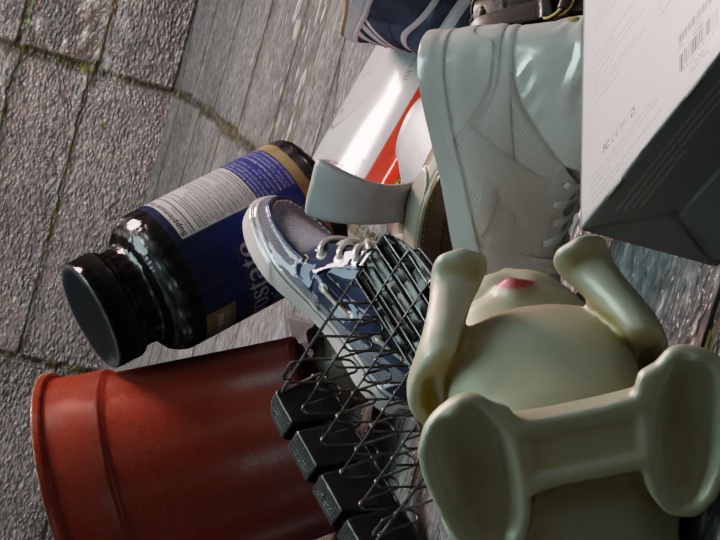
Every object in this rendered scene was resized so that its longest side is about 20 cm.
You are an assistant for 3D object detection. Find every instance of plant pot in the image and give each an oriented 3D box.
[{"bbox_3d":[-0.119,0.146,1.416,0.201,0.195,0.202,-17,-90,-86],"label":"plant pot"}]

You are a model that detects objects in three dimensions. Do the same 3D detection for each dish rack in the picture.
[{"bbox_3d":[0.020,0.081,1.210,0.154,0.054,0.200,57,133,30],"label":"dish rack"}]

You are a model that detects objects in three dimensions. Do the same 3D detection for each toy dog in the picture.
[{"bbox_3d":[0.094,0.072,0.913,0.200,0.139,0.194,-110,1,-65],"label":"toy dog"}]

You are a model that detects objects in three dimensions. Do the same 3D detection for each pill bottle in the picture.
[{"bbox_3d":[-0.117,-0.010,1.419,0.112,0.200,0.112,46,153,32],"label":"pill bottle"}]

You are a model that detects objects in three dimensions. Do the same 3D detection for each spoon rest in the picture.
[{"bbox_3d":[0.039,-0.072,1.270,0.200,0.060,0.100,-33,-37,-53],"label":"spoon rest"}]

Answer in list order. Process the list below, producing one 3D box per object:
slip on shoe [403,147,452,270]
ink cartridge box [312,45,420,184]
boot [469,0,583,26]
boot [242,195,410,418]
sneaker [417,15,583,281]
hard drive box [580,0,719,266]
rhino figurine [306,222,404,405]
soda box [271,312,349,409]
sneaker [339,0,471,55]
[{"bbox_3d":[0.085,-0.063,1.195,0.061,0.076,0.201,38,120,40],"label":"slip on shoe"},{"bbox_3d":[0.020,-0.119,1.453,0.163,0.057,0.200,-60,7,-7],"label":"ink cartridge box"},{"bbox_3d":[0.075,-0.158,1.118,0.069,0.199,0.175,58,-147,-46],"label":"boot"},{"bbox_3d":[0.000,0.000,1.308,0.200,0.073,0.090,49,131,21],"label":"boot"},{"bbox_3d":[0.109,-0.042,1.035,0.074,0.115,0.201,-56,-45,-55],"label":"sneaker"},{"bbox_3d":[0.168,-0.131,0.885,0.156,0.077,0.201,124,156,-54],"label":"hard drive box"},{"bbox_3d":[0.016,0.012,1.394,0.087,0.060,0.201,-110,42,-69],"label":"rhino figurine"},{"bbox_3d":[-0.062,0.138,1.560,0.064,0.068,0.201,-100,28,-58],"label":"soda box"},{"bbox_3d":[0.047,-0.184,1.397,0.070,0.108,0.200,-59,-2,-2],"label":"sneaker"}]
